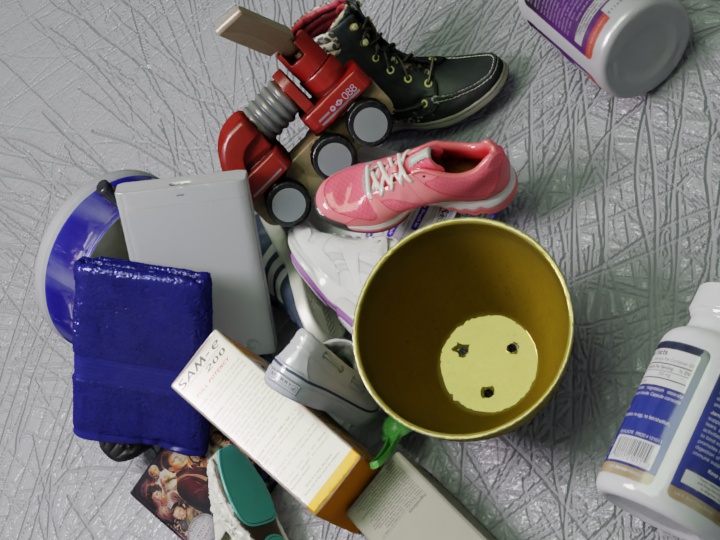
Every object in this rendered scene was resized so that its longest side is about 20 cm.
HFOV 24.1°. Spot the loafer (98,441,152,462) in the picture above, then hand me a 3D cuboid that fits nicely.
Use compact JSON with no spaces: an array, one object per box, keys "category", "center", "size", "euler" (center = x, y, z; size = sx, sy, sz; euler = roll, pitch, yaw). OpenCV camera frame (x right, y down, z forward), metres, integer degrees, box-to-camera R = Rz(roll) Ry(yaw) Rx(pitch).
[{"category":"loafer","center":[-0.201,0.120,1.794],"size":[0.068,0.070,0.201],"euler":[38,84,3]}]

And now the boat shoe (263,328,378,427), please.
[{"category":"boat shoe","center":[-0.019,0.099,1.580],"size":[0.073,0.200,0.067],"euler":[33,93,20]}]

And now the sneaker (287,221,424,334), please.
[{"category":"sneaker","center":[0.000,0.000,1.663],"size":[0.100,0.075,0.200],"euler":[-43,44,-3]}]

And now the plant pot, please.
[{"category":"plant pot","center":[0.105,0.069,1.541],"size":[0.198,0.142,0.202],"euler":[-4,72,13]}]

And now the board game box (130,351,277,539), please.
[{"category":"board game box","center":[-0.135,0.183,1.731],"size":[0.135,0.035,0.201],"euler":[30,84,41]}]

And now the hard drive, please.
[{"category":"hard drive","center":[-0.163,-0.001,1.698],"size":[0.130,0.202,0.026],"euler":[-6,29,4]}]

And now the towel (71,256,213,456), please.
[{"category":"towel","center":[-0.218,0.084,1.697],"size":[0.146,0.202,0.050],"euler":[8,25,8]}]

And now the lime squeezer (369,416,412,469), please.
[{"category":"lime squeezer","center":[0.034,0.129,1.613],"size":[0.037,0.071,0.201],"euler":[-5,43,9]}]

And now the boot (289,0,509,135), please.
[{"category":"boot","center":[0.036,-0.218,1.750],"size":[0.202,0.154,0.074],"euler":[-12,45,31]}]

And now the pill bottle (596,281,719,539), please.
[{"category":"pill bottle","center":[0.288,0.119,1.421],"size":[0.115,0.116,0.201],"euler":[19,77,40]}]

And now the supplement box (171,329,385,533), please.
[{"category":"supplement box","center":[-0.070,0.154,1.611],"size":[0.200,0.126,0.074],"euler":[38,89,24]}]

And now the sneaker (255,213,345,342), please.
[{"category":"sneaker","center":[-0.079,0.022,1.765],"size":[0.084,0.075,0.201],"euler":[-42,44,19]}]

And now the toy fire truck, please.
[{"category":"toy fire truck","center":[-0.086,-0.165,1.674],"size":[0.176,0.200,0.129],"euler":[-43,15,5]}]

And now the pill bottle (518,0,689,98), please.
[{"category":"pill bottle","center":[0.226,-0.268,1.679],"size":[0.111,0.111,0.200],"euler":[-45,49,5]}]

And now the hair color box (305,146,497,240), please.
[{"category":"hair color box","center":[0.035,-0.060,1.730],"size":[0.199,0.065,0.110],"euler":[20,77,42]}]

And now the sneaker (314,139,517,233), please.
[{"category":"sneaker","center":[0.049,-0.094,1.618],"size":[0.198,0.087,0.074],"euler":[-9,63,6]}]

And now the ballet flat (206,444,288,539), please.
[{"category":"ballet flat","center":[-0.105,0.265,1.626],"size":[0.072,0.072,0.201],"euler":[-38,65,11]}]

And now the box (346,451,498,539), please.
[{"category":"box","center":[0.081,0.257,1.520],"size":[0.082,0.068,0.200],"euler":[-49,49,2]}]

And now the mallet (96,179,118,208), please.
[{"category":"mallet","center":[-0.193,-0.024,1.722],"size":[0.041,0.200,0.066],"euler":[-41,43,11]}]

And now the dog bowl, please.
[{"category":"dog bowl","center":[-0.244,-0.001,1.798],"size":[0.078,0.200,0.201],"euler":[26,82,40]}]
